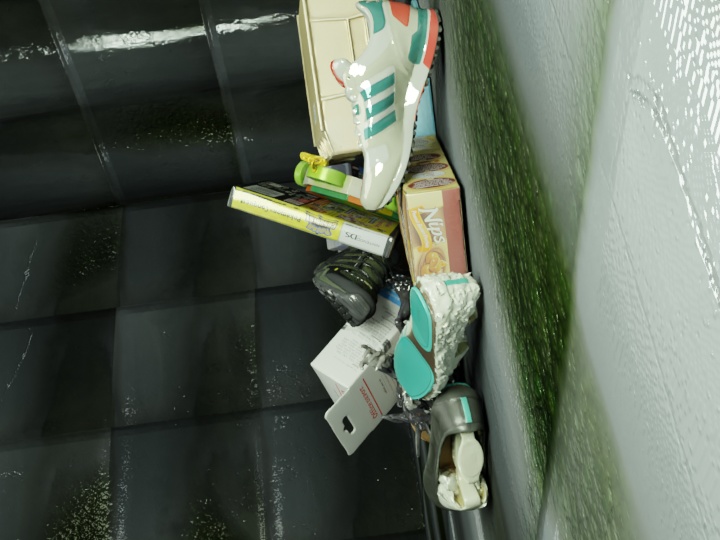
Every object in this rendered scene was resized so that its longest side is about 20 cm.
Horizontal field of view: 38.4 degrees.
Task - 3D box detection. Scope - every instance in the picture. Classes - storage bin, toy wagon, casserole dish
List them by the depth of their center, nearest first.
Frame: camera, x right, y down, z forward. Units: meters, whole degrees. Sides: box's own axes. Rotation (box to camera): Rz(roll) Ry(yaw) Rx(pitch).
[{"bbox_3d":[0.057,-0.208,1.188,0.121,0.039,0.201,-106,9,-80],"label":"casserole dish"},{"bbox_3d":[-0.016,-0.232,1.214,0.200,0.093,0.199,-160,62,-85],"label":"storage bin"},{"bbox_3d":[-0.009,-0.098,1.257,0.200,0.155,0.040,17,-90,-55],"label":"toy wagon"}]

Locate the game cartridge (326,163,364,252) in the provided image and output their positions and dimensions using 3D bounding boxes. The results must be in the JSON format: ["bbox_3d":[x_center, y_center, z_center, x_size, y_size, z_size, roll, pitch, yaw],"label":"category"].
[{"bbox_3d":[0.022,-0.078,1.463,0.200,0.038,0.130,12,-111,-49],"label":"game cartridge"}]

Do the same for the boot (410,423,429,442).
[{"bbox_3d":[0.089,0.140,1.240,0.076,0.073,0.200,-110,14,-58],"label":"boot"}]

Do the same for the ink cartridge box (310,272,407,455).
[{"bbox_3d":[0.014,0.114,1.273,0.068,0.200,0.116,29,158,34],"label":"ink cartridge box"}]

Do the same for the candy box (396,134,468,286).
[{"bbox_3d":[0.068,-0.057,1.053,0.200,0.055,0.116,-95,-3,-68],"label":"candy box"}]

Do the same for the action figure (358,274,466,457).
[{"bbox_3d":[0.059,0.095,1.118,0.102,0.119,0.200,28,-125,-47],"label":"action figure"}]

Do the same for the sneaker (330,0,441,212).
[{"bbox_3d":[0.010,-0.159,0.978,0.070,0.093,0.200,-126,50,-78],"label":"sneaker"}]

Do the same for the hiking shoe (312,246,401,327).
[{"bbox_3d":[0.000,0.000,1.226,0.076,0.101,0.200,49,-178,-15],"label":"hiking shoe"}]

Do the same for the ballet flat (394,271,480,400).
[{"bbox_3d":[0.077,0.064,0.975,0.200,0.072,0.072,98,166,-61],"label":"ballet flat"}]

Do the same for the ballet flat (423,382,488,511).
[{"bbox_3d":[0.099,0.202,1.058,0.068,0.068,0.200,-110,9,-47],"label":"ballet flat"}]

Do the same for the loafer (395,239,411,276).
[{"bbox_3d":[0.070,-0.039,1.410,0.073,0.071,0.200,42,-143,-33],"label":"loafer"}]

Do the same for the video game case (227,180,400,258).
[{"bbox_3d":[-0.043,-0.062,1.176,0.200,0.180,0.026,-50,-22,-81],"label":"video game case"}]
